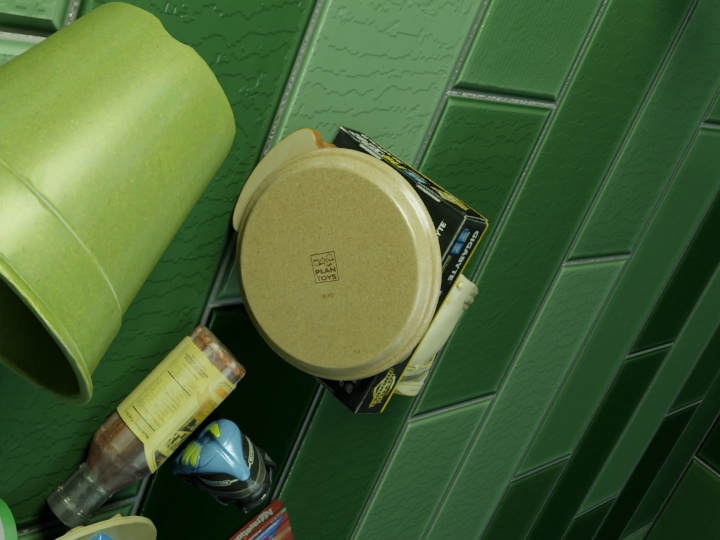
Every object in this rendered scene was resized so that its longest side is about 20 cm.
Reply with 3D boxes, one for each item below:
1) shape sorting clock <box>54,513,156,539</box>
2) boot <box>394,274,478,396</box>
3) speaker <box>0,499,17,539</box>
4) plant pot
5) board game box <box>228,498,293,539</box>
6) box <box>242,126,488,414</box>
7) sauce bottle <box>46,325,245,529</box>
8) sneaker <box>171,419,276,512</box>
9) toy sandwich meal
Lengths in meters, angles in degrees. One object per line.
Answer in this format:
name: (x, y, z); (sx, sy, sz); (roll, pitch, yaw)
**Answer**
shape sorting clock: (-0.273, 0.277, 0.920); (0.199, 0.039, 0.201); (-34, 158, -16)
boot: (0.051, 0.056, 1.124); (0.157, 0.073, 0.199); (-57, 150, 7)
speaker: (-0.348, 0.205, 0.735); (0.199, 0.088, 0.089); (9, 114, -56)
plant pot: (-0.178, -0.058, 0.627); (0.191, 0.198, 0.201); (-51, 151, -25)
board game box: (-0.160, 0.358, 1.199); (0.199, 0.019, 0.104); (-38, 147, -24)
box: (0.000, 0.000, 0.920); (0.049, 0.159, 0.202); (9, 113, -55)
sauce bottle: (-0.188, 0.139, 0.902); (0.200, 0.066, 0.066); (-46, 148, -4)
sneaker: (-0.123, 0.184, 0.949); (0.071, 0.083, 0.199); (-43, -177, -15)
toy sandwich meal: (-0.020, -0.010, 0.853); (0.207, 0.204, 0.070); (-63, 163, 17)
